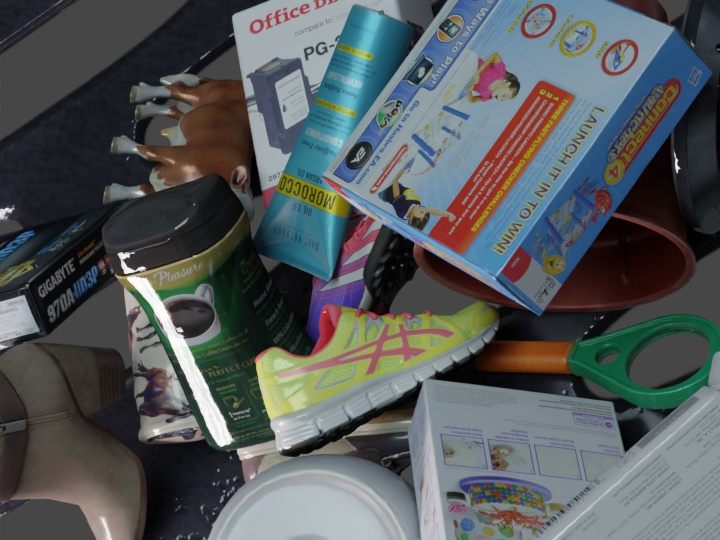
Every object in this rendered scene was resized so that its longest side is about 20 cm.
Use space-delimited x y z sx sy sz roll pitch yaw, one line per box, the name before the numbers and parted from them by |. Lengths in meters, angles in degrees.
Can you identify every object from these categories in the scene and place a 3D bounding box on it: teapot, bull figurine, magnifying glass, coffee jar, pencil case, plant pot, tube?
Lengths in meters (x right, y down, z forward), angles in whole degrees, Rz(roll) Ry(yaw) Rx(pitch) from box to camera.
teapot | -0.007 0.227 1.711 0.197 0.146 0.200 -47 67 9
bull figurine | -0.131 -0.089 1.852 0.121 0.200 0.065 10 125 2
magnifying glass | 0.174 0.065 1.721 0.199 0.022 0.080 2 46 32
coffee jar | -0.106 0.029 1.746 0.104 0.085 0.200 -15 114 28
pencil case | -0.142 0.043 1.866 0.089 0.078 0.201 -27 63 44
plant pot | 0.145 -0.096 1.705 0.200 0.201 0.196 -5 66 26
tube | -0.018 -0.097 1.767 0.077 0.050 0.201 22 92 38

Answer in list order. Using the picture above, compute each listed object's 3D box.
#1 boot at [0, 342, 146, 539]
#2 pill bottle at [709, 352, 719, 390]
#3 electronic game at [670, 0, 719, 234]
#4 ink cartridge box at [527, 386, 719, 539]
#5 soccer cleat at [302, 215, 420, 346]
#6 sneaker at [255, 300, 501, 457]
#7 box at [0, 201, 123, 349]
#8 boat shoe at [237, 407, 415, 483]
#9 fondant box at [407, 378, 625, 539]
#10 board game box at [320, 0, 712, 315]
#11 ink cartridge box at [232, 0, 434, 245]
boot | -0.242 0.149 1.810 0.070 0.146 0.201 11 112 46
pill bottle | 0.267 0.161 1.600 0.112 0.112 0.201 5 79 28
electronic game | 0.249 -0.125 1.642 0.041 0.200 0.201 6 79 22
ink cartridge box | 0.228 0.201 1.519 0.161 0.050 0.200 -40 96 -3
soccer cleat | 0.000 0.000 1.773 0.073 0.068 0.200 39 128 26
sneaker | 0.012 0.056 1.714 0.200 0.078 0.090 -24 79 -26
box | -0.281 0.014 1.885 0.158 0.200 0.046 -14 106 24
boat shoe | 0.002 0.141 1.777 0.199 0.072 0.065 -8 88 20
fondant box | 0.115 0.168 1.624 0.200 0.144 0.058 -97 19 -51
board game box | 0.100 -0.097 1.573 0.200 0.056 0.196 -54 43 -4
ink cartridge box | -0.007 -0.124 1.839 0.144 0.084 0.201 -19 69 21
